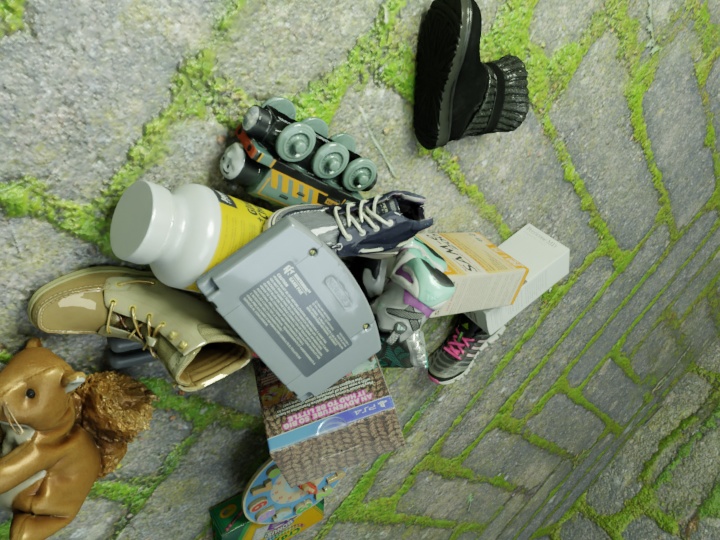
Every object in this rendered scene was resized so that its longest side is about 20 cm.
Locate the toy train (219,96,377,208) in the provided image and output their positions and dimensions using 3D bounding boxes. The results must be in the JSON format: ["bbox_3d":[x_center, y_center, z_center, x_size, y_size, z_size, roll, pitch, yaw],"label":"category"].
[{"bbox_3d":[-0.067,-0.117,0.699,0.200,0.085,0.114,18,118,-47],"label":"toy train"}]

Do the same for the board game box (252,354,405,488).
[{"bbox_3d":[-0.050,0.155,0.803,0.159,0.200,0.097,-19,135,-3],"label":"board game box"}]

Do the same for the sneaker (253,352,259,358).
[{"bbox_3d":[-0.096,0.038,0.773,0.200,0.093,0.071,-66,164,-50],"label":"sneaker"}]

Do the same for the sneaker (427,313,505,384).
[{"bbox_3d":[0.196,0.126,1.125,0.200,0.074,0.088,-39,140,-18],"label":"sneaker"}]

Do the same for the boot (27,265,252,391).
[{"bbox_3d":[-0.229,0.064,0.636,0.199,0.155,0.073,-2,123,-40],"label":"boot"}]

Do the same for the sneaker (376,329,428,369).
[{"bbox_3d":[0.048,0.105,0.903,0.091,0.078,0.200,-10,147,8],"label":"sneaker"}]

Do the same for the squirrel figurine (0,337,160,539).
[{"bbox_3d":[-0.335,0.166,0.669,0.200,0.141,0.188,-12,119,-52],"label":"squirrel figurine"}]

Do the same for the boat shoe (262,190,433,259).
[{"bbox_3d":[-0.007,-0.057,0.676,0.199,0.075,0.093,-5,158,-43],"label":"boat shoe"}]

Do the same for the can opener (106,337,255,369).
[{"bbox_3d":[-0.208,0.085,0.748,0.199,0.066,0.053,-6,126,-33],"label":"can opener"}]

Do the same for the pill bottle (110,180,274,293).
[{"bbox_3d":[-0.160,-0.029,0.657,0.200,0.112,0.112,19,108,-48],"label":"pill bottle"}]

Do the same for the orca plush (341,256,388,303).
[{"bbox_3d":[0.000,0.000,0.851,0.071,0.106,0.200,8,146,-3],"label":"orca plush"}]

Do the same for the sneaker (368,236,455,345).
[{"bbox_3d":[0.046,0.032,0.774,0.078,0.200,0.140,37,104,-6],"label":"sneaker"}]

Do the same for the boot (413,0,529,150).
[{"bbox_3d":[0.154,-0.261,0.770,0.157,0.080,0.212,-18,143,-21],"label":"boot"}]

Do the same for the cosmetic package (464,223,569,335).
[{"bbox_3d":[0.268,0.013,1.075,0.200,0.102,0.074,-38,140,-13],"label":"cosmetic package"}]

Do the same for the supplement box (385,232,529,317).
[{"bbox_3d":[0.150,0.000,0.941,0.199,0.126,0.074,-5,125,-40],"label":"supplement box"}]

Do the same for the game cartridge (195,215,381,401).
[{"bbox_3d":[-0.063,0.043,0.645,0.133,0.042,0.200,-37,124,-6],"label":"game cartridge"}]

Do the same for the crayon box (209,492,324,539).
[{"bbox_3d":[-0.161,0.432,1.063,0.199,0.058,0.119,-19,132,-30],"label":"crayon box"}]

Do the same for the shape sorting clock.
[{"bbox_3d":[-0.098,0.340,0.973,0.199,0.039,0.201,-25,136,-27],"label":"shape sorting clock"}]
